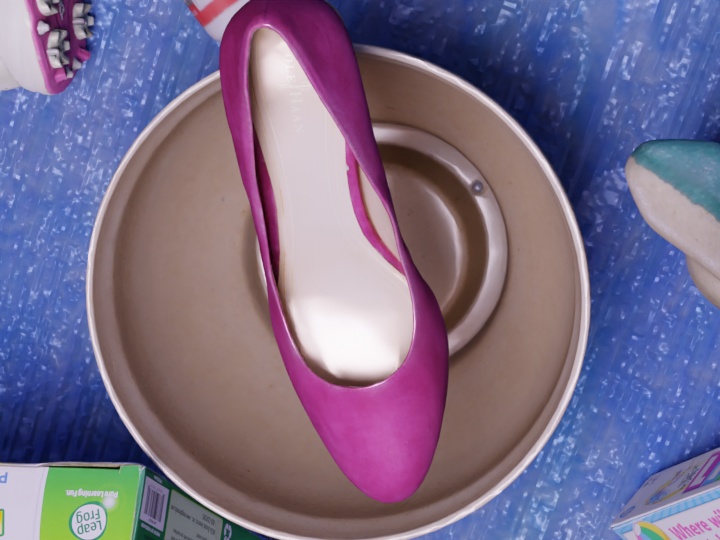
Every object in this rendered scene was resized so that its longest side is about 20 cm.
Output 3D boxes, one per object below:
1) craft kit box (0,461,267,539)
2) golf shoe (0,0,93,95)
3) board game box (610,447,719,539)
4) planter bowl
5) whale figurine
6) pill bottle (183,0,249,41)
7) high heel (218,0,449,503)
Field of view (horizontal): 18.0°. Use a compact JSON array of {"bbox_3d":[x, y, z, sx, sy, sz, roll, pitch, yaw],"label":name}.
[{"bbox_3d":[-0.151,0.123,1.000,0.197,0.200,0.049,2,73,19],"label":"craft kit box"},{"bbox_3d":[-0.179,-0.170,0.981,0.091,0.075,0.200,-4,105,19],"label":"golf shoe"},{"bbox_3d":[0.199,0.124,0.931,0.134,0.034,0.200,44,157,-3],"label":"board game box"},{"bbox_3d":[0.000,0.000,0.950,0.200,0.135,0.201,2,100,9],"label":"planter bowl"},{"bbox_3d":[0.183,-0.016,0.880,0.159,0.200,0.104,42,100,38],"label":"whale figurine"},{"bbox_3d":[-0.070,-0.203,0.920,0.114,0.114,0.200,-33,97,21],"label":"pill bottle"},{"bbox_3d":[-0.010,-0.004,0.833,0.067,0.096,0.200,-4,98,10],"label":"high heel"}]
